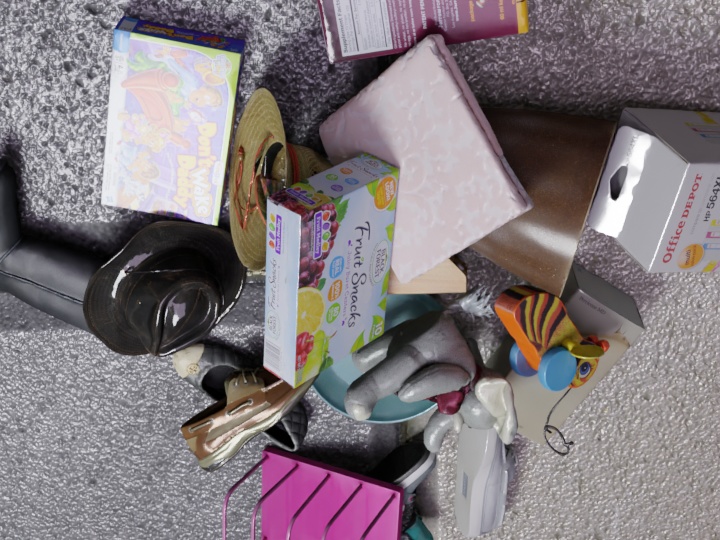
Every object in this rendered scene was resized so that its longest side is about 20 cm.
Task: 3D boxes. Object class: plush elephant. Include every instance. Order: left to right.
[{"bbox_3d":[0.096,0.129,1.202,0.198,0.165,0.156,-33,102,5],"label":"plush elephant"}]

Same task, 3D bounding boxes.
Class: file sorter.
[{"bbox_3d":[-0.063,0.334,1.335,0.197,0.125,0.141,12,113,23],"label":"file sorter"}]

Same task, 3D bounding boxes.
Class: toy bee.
[{"bbox_3d":[0.217,0.086,1.179,0.108,0.131,0.202,-35,140,-20],"label":"toy bee"}]

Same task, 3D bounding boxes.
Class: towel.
[{"bbox_3d":[0.059,-0.105,1.064,0.199,0.032,0.193,-31,89,48],"label":"towel"}]

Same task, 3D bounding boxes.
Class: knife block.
[{"bbox_3d":[0.000,0.000,1.204,0.200,0.064,0.176,43,104,-3],"label":"knife block"}]

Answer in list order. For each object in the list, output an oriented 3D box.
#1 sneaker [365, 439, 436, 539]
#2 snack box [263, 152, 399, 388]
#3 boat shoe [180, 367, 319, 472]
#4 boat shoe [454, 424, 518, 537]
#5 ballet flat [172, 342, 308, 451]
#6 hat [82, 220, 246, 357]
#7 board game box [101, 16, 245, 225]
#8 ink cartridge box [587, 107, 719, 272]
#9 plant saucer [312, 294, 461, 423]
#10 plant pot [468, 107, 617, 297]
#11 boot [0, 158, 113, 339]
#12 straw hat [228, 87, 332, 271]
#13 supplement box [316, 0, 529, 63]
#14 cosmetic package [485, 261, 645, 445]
[{"bbox_3d":[0.059,0.314,1.393,0.120,0.084,0.200,38,121,-13],"label":"sneaker"},{"bbox_3d":[-0.031,0.000,1.082,0.053,0.141,0.203,28,129,32],"label":"snack box"},{"bbox_3d":[-0.132,0.154,1.271,0.199,0.076,0.074,-40,97,7],"label":"boat shoe"},{"bbox_3d":[0.168,0.256,1.374,0.067,0.072,0.203,-7,114,-19],"label":"boat shoe"},{"bbox_3d":[-0.145,0.152,1.324,0.199,0.057,0.067,34,114,-16],"label":"ballet flat"},{"bbox_3d":[-0.211,0.043,1.218,0.198,0.081,0.203,-16,135,-17],"label":"hat"},{"bbox_3d":[-0.204,-0.159,1.158,0.132,0.045,0.203,10,119,-4],"label":"board game box"},{"bbox_3d":[0.344,-0.082,1.110,0.197,0.126,0.130,-2,123,-22],"label":"ink cartridge box"},{"bbox_3d":[0.027,0.094,1.301,0.196,0.036,0.203,0,119,0],"label":"plant saucer"},{"bbox_3d":[0.146,-0.094,1.125,0.197,0.187,0.189,19,120,10],"label":"plant pot"},{"bbox_3d":[-0.350,-0.022,1.225,0.198,0.066,0.166,26,125,-9],"label":"boot"},{"bbox_3d":[-0.073,-0.093,1.131,0.084,0.202,0.204,1,122,-23],"label":"straw hat"},{"bbox_3d":[0.059,-0.274,1.050,0.196,0.111,0.087,-8,119,6],"label":"supplement box"},{"bbox_3d":[0.234,0.100,1.279,0.103,0.073,0.201,28,117,-13],"label":"cosmetic package"}]
